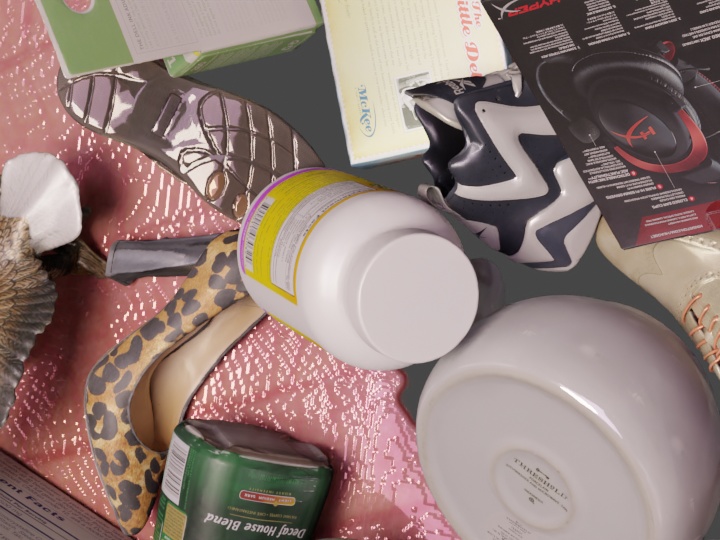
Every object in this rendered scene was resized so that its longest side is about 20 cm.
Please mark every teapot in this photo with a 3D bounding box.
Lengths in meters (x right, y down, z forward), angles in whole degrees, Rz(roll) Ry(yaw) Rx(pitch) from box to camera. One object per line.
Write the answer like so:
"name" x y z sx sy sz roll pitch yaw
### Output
"teapot" 0.142 0.091 1.200 0.197 0.146 0.201 -10 111 46

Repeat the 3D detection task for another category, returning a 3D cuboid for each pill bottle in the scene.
"pill bottle" 0.000 0.000 1.211 0.104 0.200 0.105 -4 101 -19

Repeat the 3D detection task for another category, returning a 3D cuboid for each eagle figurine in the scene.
"eagle figurine" -0.255 0.027 1.333 0.151 0.200 0.152 -3 121 46

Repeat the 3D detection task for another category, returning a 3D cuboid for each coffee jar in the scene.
"coffee jar" -0.092 0.202 1.309 0.085 0.104 0.201 30 107 59

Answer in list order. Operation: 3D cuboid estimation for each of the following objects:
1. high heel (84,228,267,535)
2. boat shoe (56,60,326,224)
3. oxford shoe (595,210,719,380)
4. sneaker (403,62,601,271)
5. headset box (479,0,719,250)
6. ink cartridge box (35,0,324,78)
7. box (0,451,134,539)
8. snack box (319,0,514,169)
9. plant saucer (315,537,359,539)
"high heel" -0.105 0.073 1.327 0.142 0.071 0.201 -2 82 28
"boat shoe" -0.101 -0.090 1.325 0.199 0.073 0.075 33 95 -4
"oxford shoe" 0.214 0.023 1.169 0.199 0.074 0.071 30 141 18
"sneaker" 0.095 -0.111 1.205 0.129 0.079 0.200 19 95 -19
"headset box" 0.179 -0.104 1.099 0.148 0.075 0.200 -14 124 34
"ink cartridge box" -0.133 -0.193 1.269 0.048 0.199 0.146 -32 79 53
"box" -0.261 0.201 1.325 0.183 0.200 0.105 30 103 18
"snack box" 0.033 -0.174 1.286 0.116 0.037 0.201 -11 88 21
"plant saucer" -0.040 0.254 1.274 0.050 0.199 0.201 29 105 58
